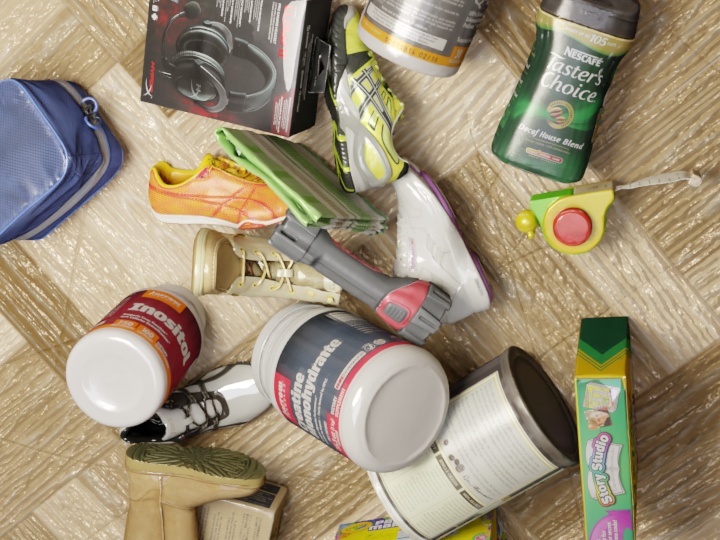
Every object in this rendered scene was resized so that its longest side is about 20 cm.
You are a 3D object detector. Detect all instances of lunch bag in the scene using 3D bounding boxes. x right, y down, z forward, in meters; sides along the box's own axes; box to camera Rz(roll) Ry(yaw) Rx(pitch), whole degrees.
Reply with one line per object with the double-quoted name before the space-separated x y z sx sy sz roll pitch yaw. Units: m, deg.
"lunch bag" -0.365 -0.126 1.509 0.200 0.132 0.136 -36 83 21

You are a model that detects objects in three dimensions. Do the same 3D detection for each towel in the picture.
"towel" -0.061 -0.089 1.405 0.149 0.200 0.031 41 104 17

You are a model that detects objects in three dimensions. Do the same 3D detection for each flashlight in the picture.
"flashlight" 0.000 0.000 1.434 0.200 0.068 0.068 34 74 -7

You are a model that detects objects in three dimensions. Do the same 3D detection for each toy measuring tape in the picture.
"toy measuring tape" 0.265 -0.058 1.443 0.199 0.074 0.074 -9 107 14

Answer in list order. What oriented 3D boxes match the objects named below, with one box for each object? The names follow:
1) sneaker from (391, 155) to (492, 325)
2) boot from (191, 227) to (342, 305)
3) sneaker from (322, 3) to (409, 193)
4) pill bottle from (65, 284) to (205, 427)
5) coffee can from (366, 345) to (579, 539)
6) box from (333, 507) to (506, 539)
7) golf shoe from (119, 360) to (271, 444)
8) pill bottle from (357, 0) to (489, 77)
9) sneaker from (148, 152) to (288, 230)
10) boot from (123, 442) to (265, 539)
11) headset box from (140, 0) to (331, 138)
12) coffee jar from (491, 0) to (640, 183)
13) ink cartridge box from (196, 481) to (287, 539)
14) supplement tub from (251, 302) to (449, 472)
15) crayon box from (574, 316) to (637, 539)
"sneaker" 0.066 -0.027 1.479 0.099 0.075 0.200 -27 102 4
"boot" -0.096 0.000 1.465 0.155 0.200 0.073 8 91 7
"sneaker" 0.004 -0.183 1.440 0.076 0.075 0.201 -6 88 -9
"pill bottle" -0.242 0.086 1.518 0.113 0.200 0.113 3 109 10
"coffee can" 0.125 0.196 1.514 0.200 0.146 0.147 -33 100 19
"box" 0.081 0.397 1.605 0.199 0.122 0.193 -11 106 14
"golf shoe" -0.190 0.168 1.594 0.200 0.095 0.078 -18 103 15
"pill bottle" 0.083 -0.306 1.366 0.116 0.116 0.200 25 112 2
"sneaker" -0.144 -0.090 1.507 0.199 0.073 0.077 2 112 10
"boot" -0.196 0.304 1.584 0.175 0.066 0.201 8 111 13
"headset box" -0.123 -0.234 1.436 0.200 0.077 0.149 16 112 17
"coffee jar" 0.212 -0.197 1.395 0.104 0.085 0.200 19 111 4
"ink cartridge box" -0.189 0.344 1.664 0.164 0.075 0.200 15 111 7
"supplement tub" -0.014 0.122 1.474 0.200 0.140 0.141 24 119 48
"crayon box" 0.268 0.173 1.465 0.058 0.173 0.201 -3 108 12
